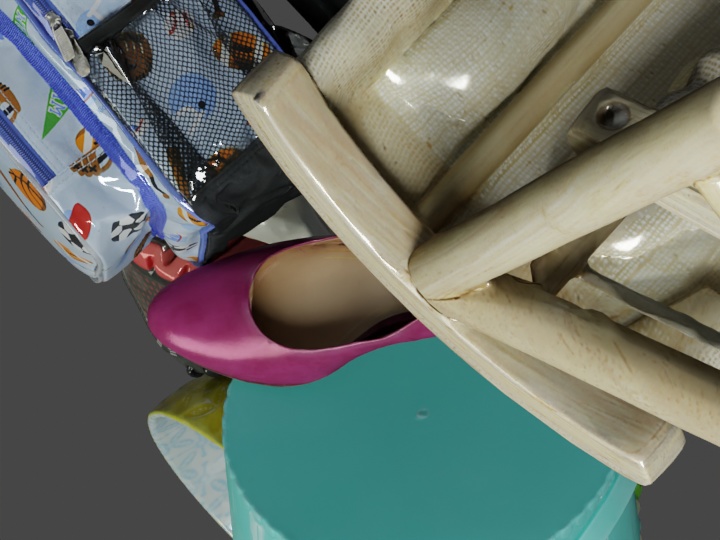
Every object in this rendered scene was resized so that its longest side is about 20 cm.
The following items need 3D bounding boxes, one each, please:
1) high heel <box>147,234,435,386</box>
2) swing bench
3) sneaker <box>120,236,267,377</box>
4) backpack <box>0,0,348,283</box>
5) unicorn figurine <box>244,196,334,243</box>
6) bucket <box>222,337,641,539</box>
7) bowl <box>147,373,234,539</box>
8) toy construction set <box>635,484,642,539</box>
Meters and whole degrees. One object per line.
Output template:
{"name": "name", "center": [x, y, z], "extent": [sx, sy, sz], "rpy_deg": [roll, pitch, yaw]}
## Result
{"name": "high heel", "center": [0.000, 0.000, 1.061], "extent": [0.199, 0.068, 0.096], "rpy_deg": [-7, 157, 9]}
{"name": "swing bench", "center": [0.113, -0.057, 0.545], "extent": [0.130, 0.199, 0.200], "rpy_deg": [50, 163, -22]}
{"name": "sneaker", "center": [-0.058, 0.023, 1.348], "extent": [0.200, 0.071, 0.098], "rpy_deg": [36, 145, 30]}
{"name": "backpack", "center": [-0.104, -0.095, 1.066], "extent": [0.191, 0.154, 0.200], "rpy_deg": [58, 168, 2]}
{"name": "unicorn figurine", "center": [-0.065, -0.038, 1.263], "extent": [0.137, 0.074, 0.200], "rpy_deg": [44, -179, -39]}
{"name": "bucket", "center": [0.033, 0.103, 1.133], "extent": [0.207, 0.207, 0.135], "rpy_deg": [34, 150, 29]}
{"name": "bowl", "center": [-0.011, 0.112, 1.416], "extent": [0.200, 0.108, 0.200], "rpy_deg": [39, 163, 15]}
{"name": "toy construction set", "center": [0.114, 0.166, 1.283], "extent": [0.130, 0.093, 0.200], "rpy_deg": [6, 155, 24]}
